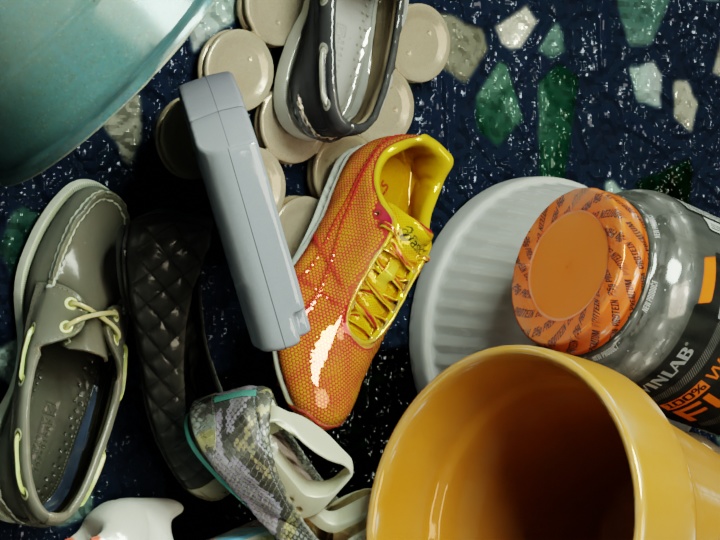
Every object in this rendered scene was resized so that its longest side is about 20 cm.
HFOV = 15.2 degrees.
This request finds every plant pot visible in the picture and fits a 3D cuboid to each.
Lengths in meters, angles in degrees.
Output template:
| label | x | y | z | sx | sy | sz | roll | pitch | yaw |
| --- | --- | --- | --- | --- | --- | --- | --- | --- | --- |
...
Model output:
| label | x | y | z | sx | sy | sz | roll | pitch | yaw |
| --- | --- | --- | --- | --- | --- | --- | --- | --- | --- |
| plant pot | -0.195 | -0.184 | 1.438 | 0.196 | 0.200 | 0.201 | 44 | 68 | -21 |
| plant pot | 0.136 | 0.155 | 1.545 | 0.183 | 0.200 | 0.201 | 14 | 84 | -45 |

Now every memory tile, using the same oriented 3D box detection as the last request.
| label | x | y | z | sx | sy | sz | roll | pitch | yaw |
| --- | --- | --- | --- | --- | --- | --- | --- | --- | --- |
| memory tile | -0.033 | -0.111 | 1.657 | 0.153 | 0.017 | 0.201 | 41 | 69 | -30 |

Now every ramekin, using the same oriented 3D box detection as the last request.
| label | x | y | z | sx | sy | sz | roll | pitch | yaw |
| --- | --- | --- | --- | --- | --- | --- | --- | --- | --- |
| ramekin | 0.139 | 0.041 | 1.734 | 0.199 | 0.105 | 0.201 | -2 | 93 | -36 |

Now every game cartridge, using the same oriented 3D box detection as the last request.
| label | x | y | z | sx | sy | sz | roll | pitch | yaw |
| --- | --- | --- | --- | --- | --- | --- | --- | --- | --- |
| game cartridge | -0.068 | -0.042 | 1.515 | 0.041 | 0.200 | 0.134 | -20 | 104 | -2 |

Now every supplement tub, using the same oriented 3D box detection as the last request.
| label | x | y | z | sx | sy | sz | roll | pitch | yaw |
| --- | --- | --- | --- | --- | --- | --- | --- | --- | --- |
| supplement tub | 0.195 | 0.027 | 1.626 | 0.199 | 0.122 | 0.123 | 20 | 81 | -34 |

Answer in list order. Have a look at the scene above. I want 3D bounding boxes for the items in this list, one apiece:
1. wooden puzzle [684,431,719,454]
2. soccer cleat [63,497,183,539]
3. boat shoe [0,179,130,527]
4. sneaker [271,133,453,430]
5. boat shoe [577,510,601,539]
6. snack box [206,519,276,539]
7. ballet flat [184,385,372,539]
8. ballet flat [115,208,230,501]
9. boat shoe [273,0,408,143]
| label | x | y | z | sx | sy | sz | roll | pitch | yaw |
| --- | --- | --- | --- | --- | --- | --- | --- | --- | --- |
| wooden puzzle | 0.208 | 0.193 | 1.779 | 0.185 | 0.046 | 0.200 | -46 | 132 | 16 |
| soccer cleat | -0.119 | 0.231 | 1.584 | 0.077 | 0.069 | 0.201 | -12 | 97 | -38 |
| boat shoe | -0.164 | 0.048 | 1.543 | 0.072 | 0.060 | 0.203 | 17 | 82 | -33 |
| sneaker | 0.000 | 0.000 | 1.605 | 0.073 | 0.077 | 0.201 | 34 | 59 | -33 |
| boat shoe | 0.116 | 0.178 | 1.667 | 0.065 | 0.072 | 0.201 | -41 | 125 | -51 |
| snack box | -0.047 | 0.251 | 1.609 | 0.116 | 0.037 | 0.201 | -13 | 93 | -64 |
| ballet flat | -0.024 | 0.140 | 1.576 | 0.072 | 0.072 | 0.201 | -51 | 125 | -22 |
| ballet flat | -0.097 | 0.054 | 1.568 | 0.067 | 0.056 | 0.201 | -76 | 159 | -53 |
| boat shoe | -0.001 | -0.175 | 1.629 | 0.074 | 0.060 | 0.201 | 20 | 81 | -35 |
